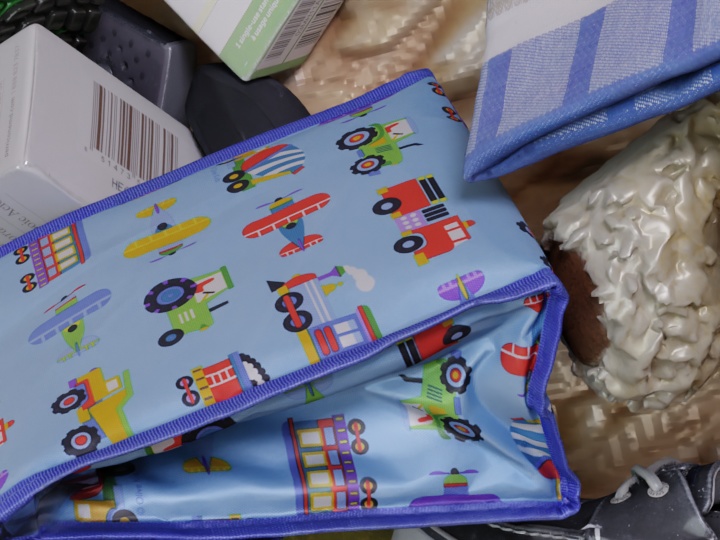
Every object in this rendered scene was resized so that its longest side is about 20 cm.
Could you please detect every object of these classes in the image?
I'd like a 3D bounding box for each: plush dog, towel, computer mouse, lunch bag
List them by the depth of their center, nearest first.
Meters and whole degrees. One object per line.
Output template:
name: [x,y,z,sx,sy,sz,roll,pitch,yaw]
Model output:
plush dog: [0.180,-0.004,0.706,0.172,0.160,0.200,51,141,-7]
towel: [0.094,-0.131,0.708,0.147,0.024,0.200,-21,48,43]
lunch bag: [-0.048,0.023,0.754,0.151,0.199,0.094,-115,16,-57]
computer mouse: [0.000,0.000,0.871,0.034,0.059,0.200,-37,81,14]

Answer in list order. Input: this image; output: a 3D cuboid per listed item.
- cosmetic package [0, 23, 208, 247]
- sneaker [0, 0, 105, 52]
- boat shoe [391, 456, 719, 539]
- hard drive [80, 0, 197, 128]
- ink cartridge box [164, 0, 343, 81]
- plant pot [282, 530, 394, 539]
cosmetic package: [-0.158,-0.003,0.887,0.200,0.102,0.074,-29,44,31]
sneaker: [-0.174,-0.098,0.902,0.200,0.078,0.085,-29,78,40]
boat shoe: [0.108,0.095,0.796,0.200,0.072,0.068,14,105,21]
hard drive: [-0.137,-0.028,0.967,0.135,0.042,0.200,30,116,27]
ink cartridge box: [-0.063,-0.191,0.871,0.200,0.048,0.146,45,124,15]
plant pot: [-0.067,0.120,0.856,0.200,0.184,0.201,18,121,33]
